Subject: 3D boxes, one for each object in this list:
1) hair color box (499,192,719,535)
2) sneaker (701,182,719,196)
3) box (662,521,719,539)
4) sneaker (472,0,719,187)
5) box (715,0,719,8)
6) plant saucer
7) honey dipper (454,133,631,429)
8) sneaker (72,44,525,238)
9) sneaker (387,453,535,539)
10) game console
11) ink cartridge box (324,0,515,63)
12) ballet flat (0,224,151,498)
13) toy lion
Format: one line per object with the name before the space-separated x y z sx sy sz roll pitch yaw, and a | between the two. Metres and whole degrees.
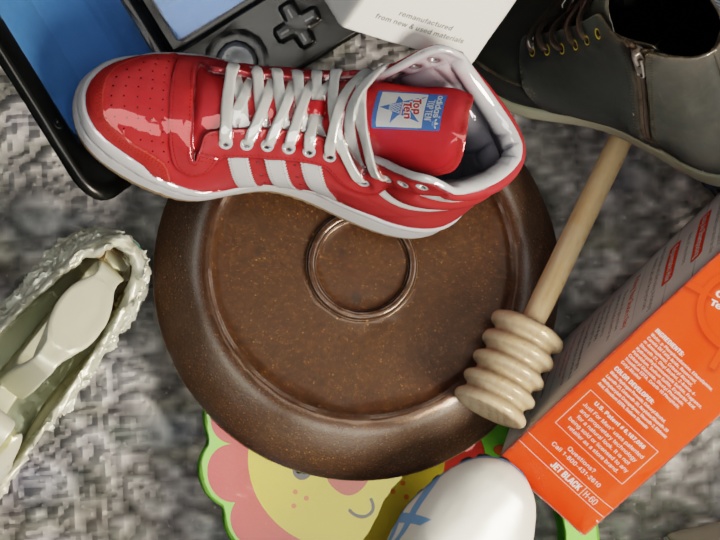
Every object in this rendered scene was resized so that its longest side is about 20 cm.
hair color box | 0.159 0.025 1.390 0.061 0.102 0.200 41 115 -6
sneaker | 0.216 -0.013 1.442 0.200 0.070 0.082 32 88 -5
box | 0.206 0.225 1.456 0.068 0.082 0.201 -12 97 -3
sneaker | 0.105 -0.117 1.365 0.200 0.106 0.075 24 71 33
box | 0.181 -0.154 1.362 0.157 0.200 0.051 28 82 -7
plant saucer | 0.000 0.000 1.419 0.199 0.034 0.201 1 81 -5
honey dipper | 0.102 -0.021 1.399 0.038 0.038 0.201 27 78 -6
sneaker | -0.022 -0.067 1.326 0.199 0.112 0.072 11 74 -23
sneaker | 0.018 0.175 1.368 0.072 0.072 0.200 36 91 -7
game console | -0.104 -0.161 1.379 0.176 0.116 0.200 -32 97 -2
ink cartridge box | 0.046 -0.219 1.327 0.083 0.145 0.200 13 124 -38
ballet flat | -0.168 0.054 1.388 0.072 0.072 0.200 39 72 -7
toy lion | 0.019 0.114 1.445 0.199 0.069 0.193 2 87 -5
